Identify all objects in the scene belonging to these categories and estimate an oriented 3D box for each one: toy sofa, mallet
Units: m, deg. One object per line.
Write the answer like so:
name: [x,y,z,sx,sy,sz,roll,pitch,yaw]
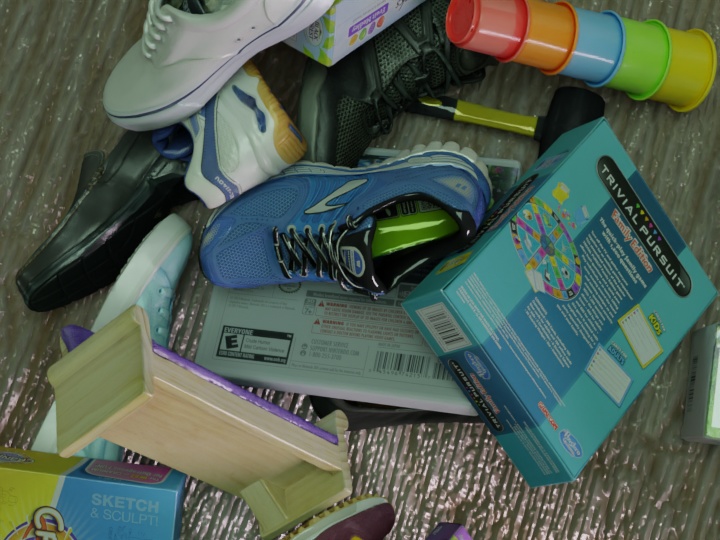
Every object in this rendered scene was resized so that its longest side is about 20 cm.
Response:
toy sofa: [-0.100,0.090,1.065,0.082,0.199,0.098,-33,47,27]
mallet: [0.074,-0.104,1.184,0.197,0.041,0.067,6,78,5]

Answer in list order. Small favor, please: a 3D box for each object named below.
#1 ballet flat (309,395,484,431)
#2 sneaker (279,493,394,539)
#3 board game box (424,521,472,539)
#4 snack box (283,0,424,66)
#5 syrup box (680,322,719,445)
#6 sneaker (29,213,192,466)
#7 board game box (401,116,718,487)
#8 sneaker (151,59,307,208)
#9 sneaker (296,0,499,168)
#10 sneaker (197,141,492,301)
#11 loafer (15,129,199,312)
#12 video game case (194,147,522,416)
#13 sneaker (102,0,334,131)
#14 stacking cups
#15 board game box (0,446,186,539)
ballet flat: [0.062,0.072,1.136,0.197,0.069,0.069,-12,68,-2]
sneaker: [-0.041,0.223,1.086,0.199,0.075,0.091,-28,82,-36]
board game box: [0.030,0.276,1.068,0.200,0.032,0.121,-45,117,-30]
snack box: [-0.012,-0.228,1.125,0.141,0.053,0.200,32,49,23]
syrup box: [0.327,0.090,1.130,0.197,0.081,0.080,8,83,1]
sneaker: [-0.151,0.063,1.145,0.081,0.074,0.202,27,91,-3]
board game box: [0.136,0.019,1.093,0.200,0.047,0.152,-44,105,-35]
sneaker: [-0.112,-0.124,1.112,0.088,0.075,0.201,-35,45,3]
sneaker: [0.027,-0.135,1.139,0.113,0.077,0.201,13,60,19]
sneaker: [-0.014,-0.026,1.066,0.198,0.089,0.079,-14,117,13]
loafer: [-0.170,-0.054,1.162,0.072,0.073,0.200,43,74,15]
video game case: [0.000,0.000,1.129,0.197,0.023,0.184,6,66,15]
sneaker: [-0.104,-0.156,1.029,0.199,0.070,0.074,-32,51,33]
stacking cups: [0.148,-0.152,1.136,0.198,0.060,0.061,7,80,-26]
board game box: [-0.222,0.198,1.108,0.197,0.040,0.155,7,103,1]
